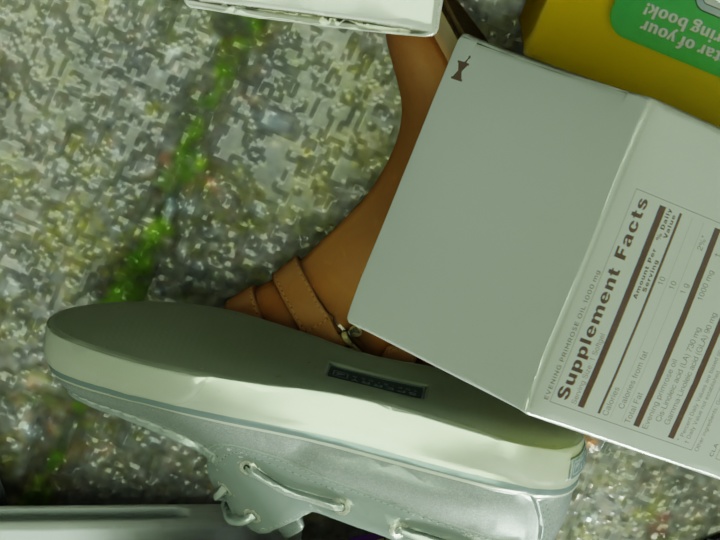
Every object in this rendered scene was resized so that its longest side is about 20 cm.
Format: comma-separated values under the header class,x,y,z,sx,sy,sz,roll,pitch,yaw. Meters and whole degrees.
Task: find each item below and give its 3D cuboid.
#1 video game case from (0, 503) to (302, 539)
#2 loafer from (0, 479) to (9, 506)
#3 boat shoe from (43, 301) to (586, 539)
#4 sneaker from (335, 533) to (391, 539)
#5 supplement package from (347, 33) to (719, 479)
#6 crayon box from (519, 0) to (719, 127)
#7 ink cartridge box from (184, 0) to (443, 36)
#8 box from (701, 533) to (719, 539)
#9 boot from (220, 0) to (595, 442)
class,x,y,z,sx,sy,sz,roll,pitch,yaw
video game case,-0.123,0.186,1.141,0.181,0.023,0.200,1,112,-22
loafer,-0.178,0.083,1.128,0.072,0.063,0.200,-13,117,-27
boat shoe,-0.022,0.065,1.041,0.200,0.070,0.072,14,109,6
sneaker,-0.029,0.131,1.101,0.099,0.200,0.070,0,87,40
supplement package,0.116,0.009,1.005,0.200,0.114,0.110,20,93,-36
crayon box,0.182,-0.123,1.039,0.200,0.058,0.173,22,110,-6
ink cartridge box,-0.003,-0.173,0.948,0.085,0.200,0.148,7,110,-1
box,0.223,0.151,1.097,0.200,0.132,0.115,-21,107,9
boot,0.000,0.000,1.081,0.154,0.074,0.200,-17,106,11
